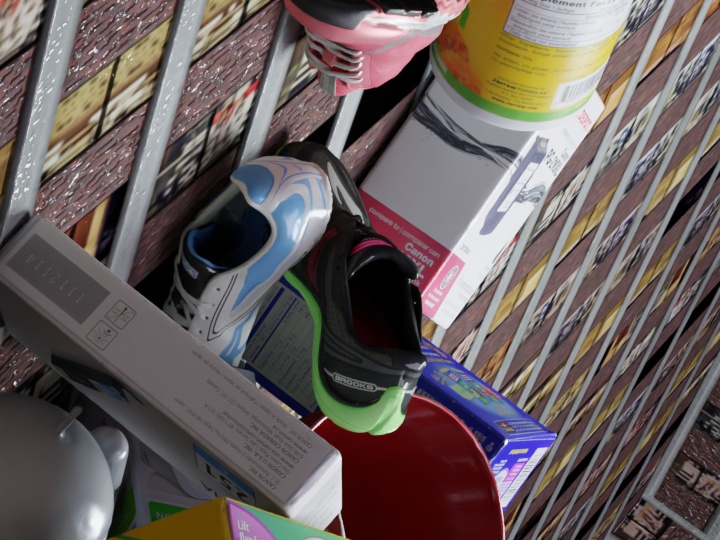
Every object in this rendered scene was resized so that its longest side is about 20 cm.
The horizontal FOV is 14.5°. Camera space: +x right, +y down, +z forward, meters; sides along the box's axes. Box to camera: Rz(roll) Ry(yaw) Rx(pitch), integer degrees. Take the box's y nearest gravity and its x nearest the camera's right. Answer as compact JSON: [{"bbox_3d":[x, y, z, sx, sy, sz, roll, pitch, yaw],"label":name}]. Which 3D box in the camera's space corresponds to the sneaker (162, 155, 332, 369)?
[{"bbox_3d":[-0.088,0.009,1.649,0.072,0.072,0.200,4,132,-38],"label":"sneaker"}]

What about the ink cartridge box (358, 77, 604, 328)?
[{"bbox_3d":[0.075,-0.070,1.950,0.200,0.084,0.145,-55,167,0],"label":"ink cartridge box"}]

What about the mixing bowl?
[{"bbox_3d":[-0.020,0.169,1.706,0.200,0.108,0.200,-1,91,-43],"label":"mixing bowl"}]

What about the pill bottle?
[{"bbox_3d":[0.118,-0.191,1.752,0.111,0.111,0.200,-44,163,-39],"label":"pill bottle"}]

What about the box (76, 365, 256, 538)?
[{"bbox_3d":[-0.130,0.174,1.621,0.200,0.097,0.177,-62,-155,30],"label":"box"}]

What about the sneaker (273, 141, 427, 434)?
[{"bbox_3d":[0.000,0.000,1.653,0.077,0.200,0.084,5,140,-34],"label":"sneaker"}]

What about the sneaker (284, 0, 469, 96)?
[{"bbox_3d":[0.002,-0.131,1.576,0.087,0.074,0.200,-57,167,16],"label":"sneaker"}]

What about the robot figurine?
[{"bbox_3d":[-0.192,0.141,1.479,0.170,0.113,0.200,-34,157,-36],"label":"robot figurine"}]

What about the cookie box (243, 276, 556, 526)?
[{"bbox_3d":[0.016,0.079,1.859,0.075,0.200,0.171,-54,166,6],"label":"cookie box"}]

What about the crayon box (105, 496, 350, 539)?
[{"bbox_3d":[-0.077,0.182,1.416,0.172,0.058,0.200,-21,155,27],"label":"crayon box"}]

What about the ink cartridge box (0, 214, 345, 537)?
[{"bbox_3d":[-0.096,0.074,1.458,0.045,0.200,0.176,-48,165,-15],"label":"ink cartridge box"}]
